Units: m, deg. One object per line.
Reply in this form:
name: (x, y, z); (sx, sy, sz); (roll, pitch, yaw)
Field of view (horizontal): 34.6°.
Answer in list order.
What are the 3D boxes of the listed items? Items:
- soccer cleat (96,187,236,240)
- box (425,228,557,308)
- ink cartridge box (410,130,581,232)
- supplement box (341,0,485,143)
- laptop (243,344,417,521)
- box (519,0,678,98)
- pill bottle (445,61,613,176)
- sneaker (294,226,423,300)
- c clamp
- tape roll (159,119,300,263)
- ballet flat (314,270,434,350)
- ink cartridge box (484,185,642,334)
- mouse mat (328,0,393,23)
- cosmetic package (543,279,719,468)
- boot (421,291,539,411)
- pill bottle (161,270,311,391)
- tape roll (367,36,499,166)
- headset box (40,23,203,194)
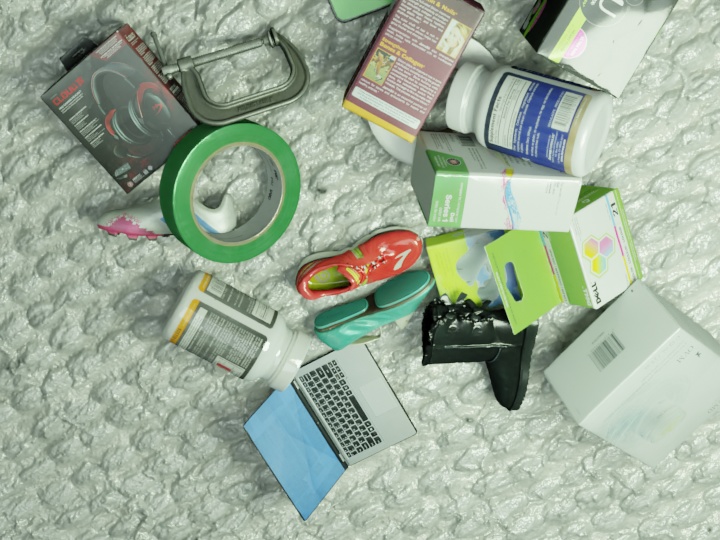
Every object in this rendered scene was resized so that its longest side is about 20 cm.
soccer cleat: (-0.279, -0.086, 1.672); (0.200, 0.070, 0.086); (4, 99, -6)
box: (0.207, -0.012, 1.697); (0.200, 0.048, 0.122); (-15, 110, 7)
ink cartridge box: (0.180, -0.121, 1.569); (0.200, 0.145, 0.084); (2, 118, -9)
supplement box: (0.068, -0.287, 1.539); (0.110, 0.086, 0.200); (27, 108, -8)
laptop: (-0.042, 0.240, 1.756); (0.200, 0.116, 0.187); (-27, 108, 10)
box: (0.303, -0.331, 1.497); (0.124, 0.200, 0.149); (27, 109, -9)
pill bottle: (0.220, -0.205, 1.521); (0.200, 0.116, 0.116); (21, 111, 22)
sneaker: (0.000, 0.000, 1.684); (0.200, 0.085, 0.077); (-21, 109, 8)
c clamp: (-0.175, -0.280, 1.579); (0.200, 0.027, 0.171); (-13, 67, -6)
tape roll: (-0.180, -0.112, 1.612); (0.200, 0.048, 0.201); (-13, 115, -31)
ballet flat: (0.029, 0.064, 1.723); (0.200, 0.067, 0.070); (-24, 123, 12)
ink cartridge box: (0.289, -0.011, 1.629); (0.200, 0.076, 0.148); (-30, 111, -27)
mouse mat: (0.033, -0.442, 1.564); (0.200, 0.008, 0.161); (-19, 108, 8)
cosmetic package: (0.416, 0.155, 1.680); (0.200, 0.123, 0.199); (30, 110, -37)
boot: (0.170, 0.124, 1.711); (0.162, 0.073, 0.198); (0, 124, -8)
pill bottle: (-0.182, 0.093, 1.703); (0.200, 0.116, 0.116); (29, 108, -9)
tape roll: (0.106, -0.241, 1.620); (0.202, 0.037, 0.203); (0, 110, 0)
headset box: (-0.332, -0.233, 1.608); (0.149, 0.075, 0.200); (-36, 106, 12)
